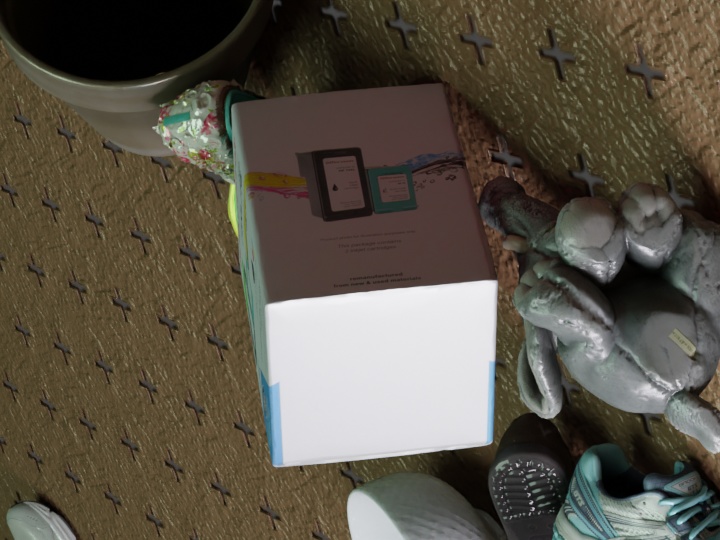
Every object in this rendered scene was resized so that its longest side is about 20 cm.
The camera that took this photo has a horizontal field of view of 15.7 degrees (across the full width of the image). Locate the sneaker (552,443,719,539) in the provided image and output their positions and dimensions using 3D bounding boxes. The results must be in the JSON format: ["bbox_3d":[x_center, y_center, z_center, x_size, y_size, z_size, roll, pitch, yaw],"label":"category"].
[{"bbox_3d":[0.203,0.171,1.645,0.200,0.078,0.086,23,114,39],"label":"sneaker"}]

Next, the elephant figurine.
[{"bbox_3d":[0.143,0.021,1.584,0.141,0.155,0.200,20,168,-12],"label":"elephant figurine"}]

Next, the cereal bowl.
[{"bbox_3d":[0.070,0.233,1.905,0.200,0.083,0.200,57,162,29],"label":"cereal bowl"}]

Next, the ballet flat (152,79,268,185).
[{"bbox_3d":[-0.079,-0.087,1.810,0.064,0.200,0.076,-6,72,23],"label":"ballet flat"}]

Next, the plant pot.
[{"bbox_3d":[-0.151,-0.173,1.856,0.200,0.200,0.174,49,168,24],"label":"plant pot"}]

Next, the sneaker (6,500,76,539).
[{"bbox_3d":[-0.319,0.329,2.683,0.200,0.092,0.076,54,151,17],"label":"sneaker"}]

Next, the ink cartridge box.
[{"bbox_3d":[0.000,0.000,1.683,0.200,0.146,0.147,-102,8,-48],"label":"ink cartridge box"}]

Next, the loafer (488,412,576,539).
[{"bbox_3d":[0.136,0.175,1.790,0.073,0.071,0.200,-1,133,12],"label":"loafer"}]

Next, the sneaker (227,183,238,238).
[{"bbox_3d":[-0.034,-0.007,1.920,0.083,0.074,0.200,-14,100,37],"label":"sneaker"}]
